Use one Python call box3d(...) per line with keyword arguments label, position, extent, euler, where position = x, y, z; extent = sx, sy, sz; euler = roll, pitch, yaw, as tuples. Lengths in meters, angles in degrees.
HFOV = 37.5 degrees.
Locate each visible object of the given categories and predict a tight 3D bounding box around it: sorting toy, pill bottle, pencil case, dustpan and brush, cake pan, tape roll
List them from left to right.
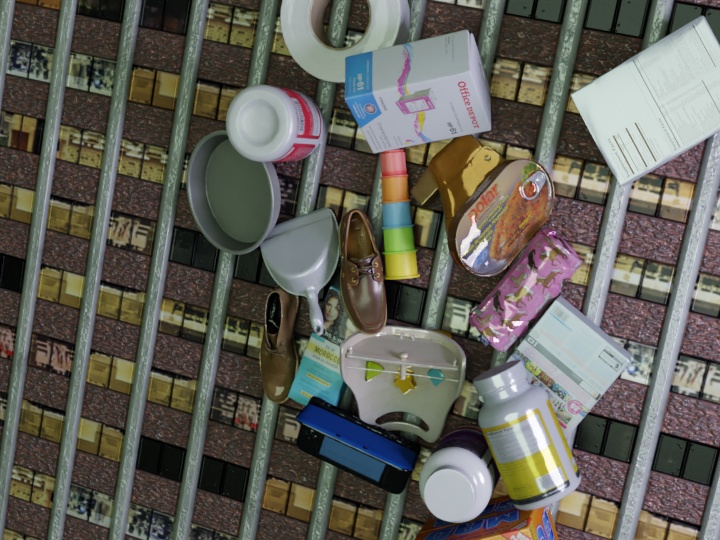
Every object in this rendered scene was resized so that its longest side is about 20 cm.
box3d(label="cake pan", position=(-0.205, -0.129, 1.734), extent=(0.198, 0.036, 0.204), euler=(12, 110, 36))
box3d(label="pill bottle", position=(-0.124, -0.226, 1.647), extent=(0.110, 0.200, 0.115), euler=(2, 96, 16))
box3d(label="dustpan and brush", position=(-0.087, 0.010, 1.713), extent=(0.137, 0.057, 0.203), euler=(-19, 53, 11))
box3d(label="tape roll", position=(-0.023, -0.398, 1.667), extent=(0.198, 0.071, 0.207), euler=(2, 96, 17))
box3d(label="sorting toy", position=(0.068, 0.190, 1.695), extent=(0.196, 0.107, 0.183), euler=(6, 113, 8))
box3d(label="pill bottle", position=(0.153, 0.314, 1.624), extent=(0.110, 0.200, 0.115), euler=(2, 96, 16))
box3d(label="pill bottle", position=(0.241, 0.241, 1.573), extent=(0.111, 0.112, 0.203), euler=(-23, 90, 17))
box3d(label="pencil case", position=(0.252, 0.030, 1.627), extent=(0.201, 0.086, 0.083), euler=(-51, 60, 14))

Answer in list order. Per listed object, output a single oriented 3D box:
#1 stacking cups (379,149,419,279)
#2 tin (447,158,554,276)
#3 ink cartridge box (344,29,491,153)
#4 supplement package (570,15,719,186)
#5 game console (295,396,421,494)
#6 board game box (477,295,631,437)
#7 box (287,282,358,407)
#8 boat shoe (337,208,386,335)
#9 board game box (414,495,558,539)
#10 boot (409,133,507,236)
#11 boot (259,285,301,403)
box3d(label="stacking cups", position=(0.063, -0.089, 1.684), extent=(0.059, 0.060, 0.204), euler=(-1, 93, 16))
box3d(label="tin", position=(0.211, -0.082, 1.598), extent=(0.200, 0.042, 0.112), euler=(-47, 116, -13))
box3d(label="ink cartridge box", position=(0.090, -0.268, 1.602), extent=(0.196, 0.145, 0.086), euler=(-10, 58, 17))
box3d(label="supplement package", position=(0.422, -0.233, 1.490), extent=(0.198, 0.191, 0.149), euler=(-30, 87, 16))
box3d(label="game console", position=(-0.015, 0.295, 1.677), extent=(0.197, 0.119, 0.173), euler=(24, 128, 6))
box3d(label="board game box", position=(0.300, 0.164, 1.637), extent=(0.147, 0.064, 0.201), euler=(40, 104, 9))
box3d(label="box", position=(-0.044, 0.131, 1.741), extent=(0.081, 0.049, 0.203), euler=(24, 102, 12))
box3d(label="boat shoe", position=(0.000, 0.000, 1.672), extent=(0.071, 0.068, 0.204), euler=(-8, 74, -5))
box3d(label="board game box", position=(0.206, 0.479, 1.628), extent=(0.197, 0.200, 0.203), euler=(-17, 91, 17))
box3d(label="boot", position=(0.184, -0.109, 1.638), extent=(0.144, 0.071, 0.202), euler=(-45, 80, 15))
box3d(label="boot", position=(-0.142, 0.126, 1.757), extent=(0.072, 0.075, 0.204), euler=(5, 99, 14))
